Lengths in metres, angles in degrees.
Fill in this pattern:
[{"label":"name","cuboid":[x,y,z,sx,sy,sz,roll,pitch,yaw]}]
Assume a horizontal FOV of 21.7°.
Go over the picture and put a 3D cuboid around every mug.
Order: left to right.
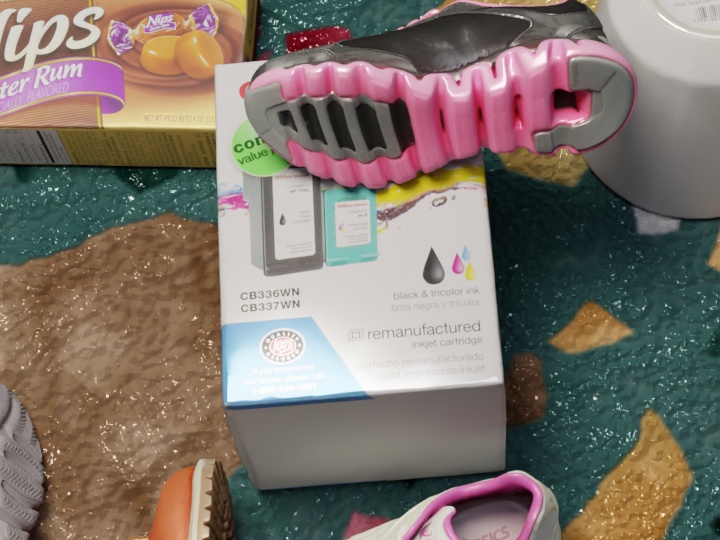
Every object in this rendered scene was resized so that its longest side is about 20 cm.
[{"label":"mug","cuboid":[0.207,-0.143,1.077,0.149,0.153,0.187,34,74,18]}]

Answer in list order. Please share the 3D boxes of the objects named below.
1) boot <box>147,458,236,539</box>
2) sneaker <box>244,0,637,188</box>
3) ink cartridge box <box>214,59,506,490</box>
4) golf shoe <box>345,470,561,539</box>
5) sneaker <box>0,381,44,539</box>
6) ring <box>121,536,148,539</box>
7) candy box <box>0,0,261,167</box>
[{"label":"boot","cuboid":[-0.125,0.191,0.993,0.107,0.075,0.201,7,69,13]},{"label":"sneaker","cuboid":[0.039,-0.103,0.973,0.199,0.079,0.096,-4,44,0]},{"label":"ink cartridge box","cuboid":[0.000,0.000,1.038,0.146,0.146,0.201,-5,66,2]},{"label":"golf shoe","cuboid":[0.017,0.161,0.994,0.199,0.092,0.075,-28,70,-12]},{"label":"sneaker","cuboid":[-0.241,0.152,1.034,0.112,0.078,0.201,-22,43,21]},{"label":"ring","cuboid":[-0.116,0.241,1.018,0.199,0.019,0.201,-2,68,4]},{"label":"candy box","cuboid":[-0.166,-0.127,1.156,0.199,0.057,0.117,2,68,5]}]
